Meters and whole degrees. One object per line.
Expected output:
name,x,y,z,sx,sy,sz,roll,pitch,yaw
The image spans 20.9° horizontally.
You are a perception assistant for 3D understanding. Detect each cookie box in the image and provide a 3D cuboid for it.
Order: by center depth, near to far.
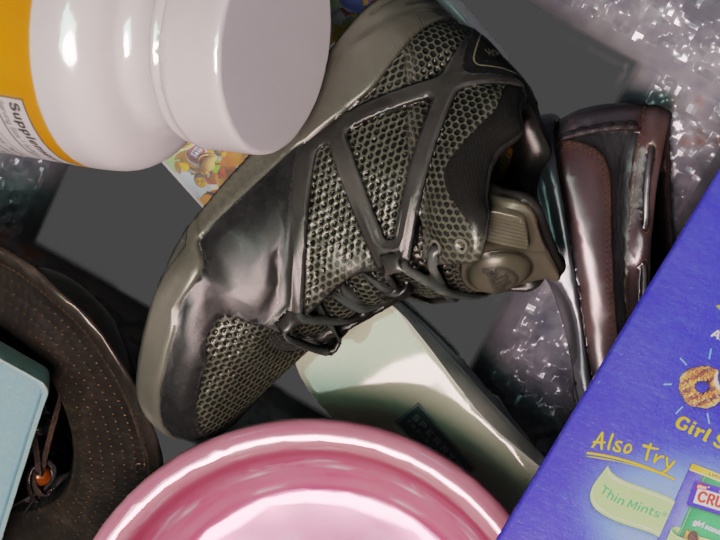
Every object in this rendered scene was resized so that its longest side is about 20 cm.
cookie box,0.167,0.075,0.697,0.171,0.075,0.200,27,72,22

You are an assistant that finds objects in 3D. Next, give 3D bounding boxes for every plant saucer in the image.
plant saucer,-0.018,0.158,0.766,0.200,0.051,0.201,0,85,4
plant saucer,-0.178,0.096,0.825,0.070,0.019,0.200,29,130,7

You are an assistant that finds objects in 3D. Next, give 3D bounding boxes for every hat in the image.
hat,-0.159,0.043,0.845,0.201,0.081,0.201,13,126,18

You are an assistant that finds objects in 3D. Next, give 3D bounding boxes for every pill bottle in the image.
pill bottle,-0.118,-0.098,0.738,0.200,0.111,0.111,10,111,26

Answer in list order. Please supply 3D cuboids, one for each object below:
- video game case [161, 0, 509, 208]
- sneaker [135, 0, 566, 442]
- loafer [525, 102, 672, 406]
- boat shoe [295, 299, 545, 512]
video game case,-0.056,-0.116,0.806,0.143,0.018,0.200,-39,96,21
sneaker,0.000,0.000,0.744,0.114,0.076,0.199,40,92,28
loafer,0.115,0.029,0.789,0.063,0.072,0.200,-12,102,13
boat shoe,0.049,0.084,0.821,0.070,0.072,0.201,-37,90,13
